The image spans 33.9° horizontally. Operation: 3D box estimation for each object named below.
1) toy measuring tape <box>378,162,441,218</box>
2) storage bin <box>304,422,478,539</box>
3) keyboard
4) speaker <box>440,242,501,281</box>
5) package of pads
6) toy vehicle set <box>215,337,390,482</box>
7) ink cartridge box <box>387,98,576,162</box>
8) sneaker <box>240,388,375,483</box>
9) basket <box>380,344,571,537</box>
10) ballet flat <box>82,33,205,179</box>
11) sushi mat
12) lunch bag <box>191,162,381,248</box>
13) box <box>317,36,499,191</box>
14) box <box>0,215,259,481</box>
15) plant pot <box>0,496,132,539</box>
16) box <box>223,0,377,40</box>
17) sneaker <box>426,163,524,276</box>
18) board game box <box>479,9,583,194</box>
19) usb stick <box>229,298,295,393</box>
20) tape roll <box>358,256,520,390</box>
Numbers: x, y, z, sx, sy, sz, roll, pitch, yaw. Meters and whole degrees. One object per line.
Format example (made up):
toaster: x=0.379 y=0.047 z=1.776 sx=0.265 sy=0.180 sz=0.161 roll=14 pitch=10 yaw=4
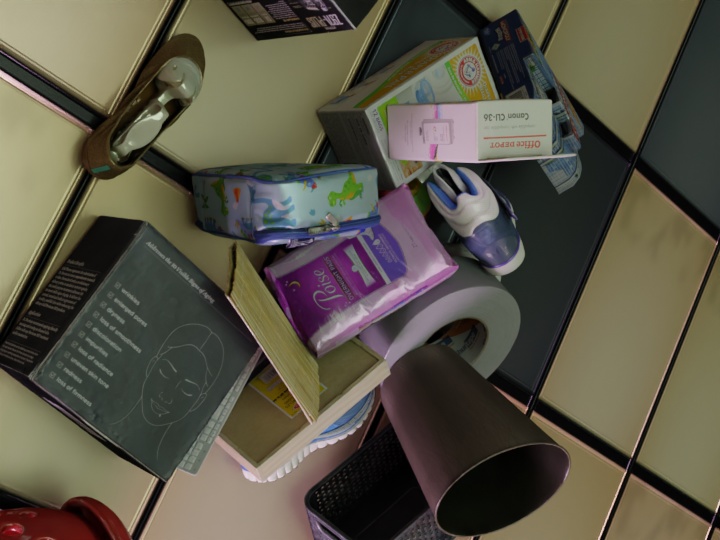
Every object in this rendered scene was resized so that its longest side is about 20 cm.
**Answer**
toy measuring tape: x=0.078 y=-0.107 z=1.499 sx=0.200 sy=0.073 sz=0.074 roll=-43 pitch=118 yaw=-24
storage bin: x=0.044 y=0.287 z=1.463 sx=0.200 sy=0.135 sz=0.094 roll=-35 pitch=135 yaw=-28
keyboard: x=-0.164 y=0.135 z=1.333 sx=0.056 sy=0.011 sz=0.200 roll=23 pitch=62 yaw=7
speaker: x=0.084 y=0.003 z=1.509 sx=0.199 sy=0.081 sz=0.082 roll=3 pitch=94 yaw=-36
package of pads: x=0.000 y=0.000 z=1.368 sx=0.200 sy=0.076 sz=0.121 roll=-31 pitch=80 yaw=-7
toy vehicle set: x=-0.080 y=0.142 z=1.369 sx=0.200 sy=0.124 sz=0.027 roll=-38 pitch=138 yaw=-21
ink cartridge box: x=0.135 y=-0.158 z=1.327 sx=0.116 sy=0.200 sz=0.068 roll=-8 pitch=101 yaw=-36
sneaker: x=-0.065 y=0.169 z=1.420 sx=0.200 sy=0.078 sz=0.089 roll=-33 pitch=115 yaw=-29
basket: x=0.119 y=0.190 z=1.389 sx=0.180 sy=0.200 sz=0.136 roll=-10 pitch=129 yaw=-25
ballet flat: x=-0.220 y=-0.177 z=1.272 sx=0.200 sy=0.072 sz=0.068 roll=-51 pitch=121 yaw=-20
sushi mat: x=-0.093 y=0.070 z=1.282 sx=0.012 sy=0.096 sz=0.200 roll=-22 pitch=123 yaw=13
lunch bag: x=-0.080 y=-0.078 z=1.305 sx=0.160 sy=0.200 sz=0.083 roll=-11 pitch=102 yaw=-35
box: x=0.065 y=-0.196 z=1.459 sx=0.200 sy=0.101 sz=0.113 roll=-36 pitch=115 yaw=-28
box: x=-0.241 y=0.080 z=1.254 sx=0.200 sy=0.124 sz=0.197 roll=46 pitch=70 yaw=-31
plant pot: x=-0.321 y=0.330 z=1.178 sx=0.182 sy=0.200 sz=0.201 roll=-12 pitch=102 yaw=-37
box: x=-0.086 y=-0.340 z=1.272 sx=0.164 sy=0.200 sz=0.086 roll=47 pitch=69 yaw=-30
sneaker: x=0.131 y=-0.094 z=1.464 sx=0.080 sy=0.200 sz=0.147 roll=-32 pitch=123 yaw=8
board game box: x=0.244 y=-0.208 z=1.562 sx=0.200 sy=0.062 sz=0.200 roll=46 pitch=24 yaw=-41
usb stick: x=-0.130 y=0.097 z=1.383 sx=0.200 sy=0.055 sz=0.033 roll=-44 pitch=155 yaw=-24
tape roll: x=0.099 y=0.079 z=1.480 sx=0.200 sy=0.066 sz=0.201 roll=-20 pitch=136 yaw=-20
